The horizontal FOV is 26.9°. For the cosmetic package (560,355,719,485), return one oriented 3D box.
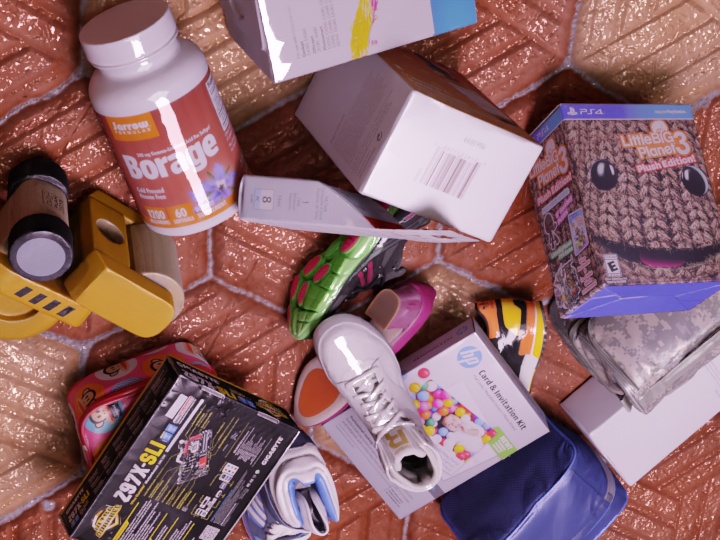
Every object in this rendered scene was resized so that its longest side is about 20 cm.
[{"bbox_3d":[0.350,0.143,1.770,0.200,0.081,0.113,-38,124,1],"label":"cosmetic package"}]

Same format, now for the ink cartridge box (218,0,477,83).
[{"bbox_3d":[-0.022,-0.281,1.348,0.200,0.147,0.146,-19,122,-14],"label":"ink cartridge box"}]

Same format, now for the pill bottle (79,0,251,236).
[{"bbox_3d":[-0.180,-0.141,1.374,0.112,0.112,0.200,-26,123,-9],"label":"pill bottle"}]

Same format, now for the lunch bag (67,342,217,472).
[{"bbox_3d":[-0.198,0.177,1.558,0.176,0.082,0.200,-21,123,-16],"label":"lunch bag"}]

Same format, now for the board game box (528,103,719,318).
[{"bbox_3d":[0.274,-0.062,1.550,0.159,0.200,0.097,-3,160,-22],"label":"board game box"}]

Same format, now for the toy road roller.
[{"bbox_3d":[-0.279,0.004,1.410,0.200,0.123,0.146,29,117,-32],"label":"toy road roller"}]

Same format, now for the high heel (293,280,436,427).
[{"bbox_3d":[0.008,0.093,1.618,0.200,0.067,0.096,-48,158,24],"label":"high heel"}]

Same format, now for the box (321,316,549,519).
[{"bbox_3d":[0.082,0.164,1.645,0.200,0.041,0.156,-32,113,12],"label":"box"}]

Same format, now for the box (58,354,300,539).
[{"bbox_3d":[-0.179,0.200,1.499,0.160,0.049,0.200,29,100,-34],"label":"box"}]

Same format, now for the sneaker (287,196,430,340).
[{"bbox_3d":[0.000,0.000,1.548,0.084,0.077,0.200,34,102,-32],"label":"sneaker"}]

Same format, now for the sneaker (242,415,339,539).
[{"bbox_3d":[-0.073,0.263,1.610,0.080,0.146,0.200,-10,119,-18],"label":"sneaker"}]

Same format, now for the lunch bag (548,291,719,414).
[{"bbox_3d":[0.335,0.055,1.663,0.200,0.168,0.139,-39,124,-1],"label":"lunch bag"}]

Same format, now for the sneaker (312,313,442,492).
[{"bbox_3d":[0.026,0.139,1.525,0.074,0.116,0.200,-33,125,1],"label":"sneaker"}]

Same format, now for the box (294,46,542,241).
[{"bbox_3d":[0.050,-0.134,1.423,0.152,0.200,0.106,19,109,-30],"label":"box"}]

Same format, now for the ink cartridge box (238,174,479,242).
[{"bbox_3d":[0.003,-0.058,1.419,0.200,0.160,0.047,4,89,14],"label":"ink cartridge box"}]

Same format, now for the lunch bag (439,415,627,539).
[{"bbox_3d":[0.200,0.279,1.742,0.200,0.136,0.132,-47,123,6],"label":"lunch bag"}]

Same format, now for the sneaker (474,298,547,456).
[{"bbox_3d":[0.146,0.119,1.686,0.090,0.070,0.200,8,115,-6],"label":"sneaker"}]
